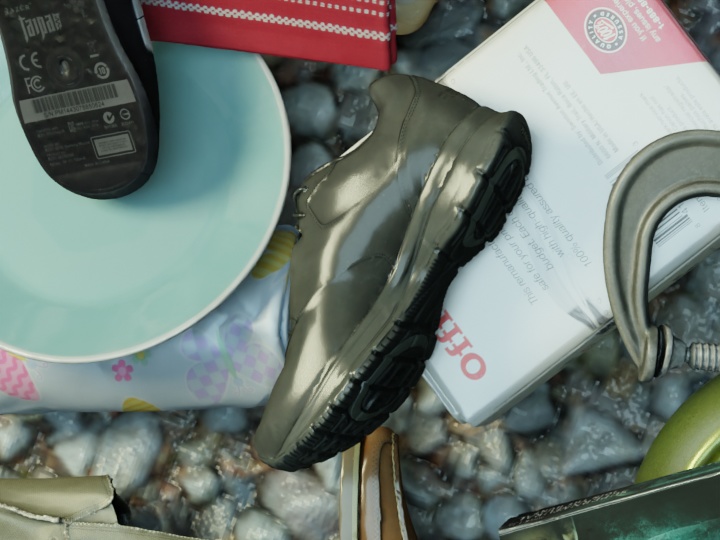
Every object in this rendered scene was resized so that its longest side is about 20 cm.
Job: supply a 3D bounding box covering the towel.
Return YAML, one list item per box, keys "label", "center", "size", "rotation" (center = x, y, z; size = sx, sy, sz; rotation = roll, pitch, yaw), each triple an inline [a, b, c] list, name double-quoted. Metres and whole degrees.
- label: "towel"
  center: [-0.052, -0.187, 1.338]
  size: [0.143, 0.023, 0.201]
  rotation: [8, 127, 14]

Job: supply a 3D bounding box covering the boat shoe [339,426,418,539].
- label: "boat shoe"
  center: [0.027, 0.172, 1.414]
  size: [0.067, 0.072, 0.202]
  rotation: [-4, 97, 7]

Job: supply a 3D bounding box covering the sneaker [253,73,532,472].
- label: "sneaker"
  center: [0.000, 0.000, 1.341]
  size: [0.090, 0.076, 0.201]
  rotation: [30, 88, 20]

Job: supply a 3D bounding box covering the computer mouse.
- label: "computer mouse"
  center: [-0.117, -0.140, 1.350]
  size: [0.140, 0.046, 0.201]
  rotation: [-15, 106, 27]

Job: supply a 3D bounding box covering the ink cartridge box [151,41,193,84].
- label: "ink cartridge box"
  center: [-0.129, -0.175, 1.463]
  size: [0.198, 0.043, 0.200]
  rotation: [41, 95, 10]

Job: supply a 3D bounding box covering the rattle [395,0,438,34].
- label: "rattle"
  center: [-0.027, -0.212, 1.381]
  size: [0.200, 0.143, 0.131]
  rotation: [37, 83, 2]

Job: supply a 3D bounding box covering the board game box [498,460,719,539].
- label: "board game box"
  center: [0.175, 0.159, 1.358]
  size: [0.199, 0.028, 0.136]
  rotation: [-19, 96, 29]

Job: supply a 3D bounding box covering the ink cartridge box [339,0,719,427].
- label: "ink cartridge box"
  center: [0.092, -0.040, 1.395]
  size: [0.200, 0.083, 0.147]
  rotation: [-38, 82, 8]

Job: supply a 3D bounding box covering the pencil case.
- label: "pencil case"
  center: [-0.117, 0.026, 1.434]
  size: [0.198, 0.083, 0.092]
  rotation: [-3, 93, 12]

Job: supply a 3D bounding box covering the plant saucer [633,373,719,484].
- label: "plant saucer"
  center: [0.226, 0.137, 1.391]
  size: [0.198, 0.031, 0.202]
  rotation: [0, 89, 11]

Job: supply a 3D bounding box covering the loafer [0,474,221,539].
- label: "loafer"
  center: [-0.146, 0.135, 1.449]
  size: [0.199, 0.075, 0.070]
  rotation: [22, 81, 6]

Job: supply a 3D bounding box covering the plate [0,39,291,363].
- label: "plate"
  center: [-0.129, -0.047, 1.405]
  size: [0.198, 0.026, 0.202]
  rotation: [-4, 70, 10]

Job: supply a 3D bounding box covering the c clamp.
- label: "c clamp"
  center: [0.205, 0.022, 1.334]
  size: [0.198, 0.027, 0.172]
  rotation: [11, 101, -2]
